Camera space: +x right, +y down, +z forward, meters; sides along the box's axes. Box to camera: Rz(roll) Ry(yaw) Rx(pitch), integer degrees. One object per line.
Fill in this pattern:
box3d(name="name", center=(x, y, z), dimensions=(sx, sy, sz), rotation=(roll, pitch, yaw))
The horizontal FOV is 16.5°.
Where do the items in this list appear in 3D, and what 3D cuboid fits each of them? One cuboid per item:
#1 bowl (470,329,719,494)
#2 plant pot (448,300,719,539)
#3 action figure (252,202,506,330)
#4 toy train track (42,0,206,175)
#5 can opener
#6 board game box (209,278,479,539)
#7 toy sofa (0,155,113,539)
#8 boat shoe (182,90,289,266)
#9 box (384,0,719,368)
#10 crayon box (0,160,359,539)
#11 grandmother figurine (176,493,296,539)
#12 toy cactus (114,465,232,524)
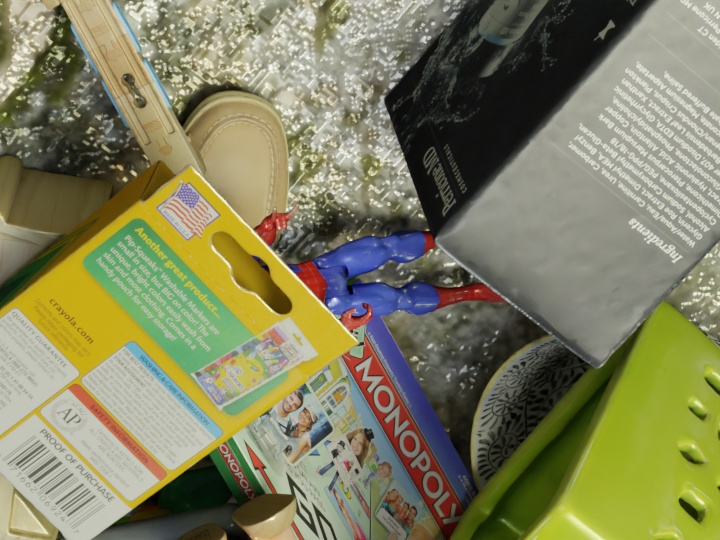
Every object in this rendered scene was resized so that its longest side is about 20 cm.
box3d(name="bowl", center=(0.170, 0.099, 1.392), dimensions=(0.200, 0.094, 0.201), rotation=(14, 123, 22))
box3d(name="plant pot", center=(0.146, 0.170, 1.268), dimensions=(0.181, 0.200, 0.199), rotation=(35, 128, -2))
box3d(name="action figure", center=(0.000, 0.000, 1.298), dimensions=(0.200, 0.099, 0.065), rotation=(-11, 81, -27))
box3d(name="toy train track", center=(-0.135, -0.134, 1.284), dimensions=(0.114, 0.033, 0.200), rotation=(-24, 107, 13))
box3d(name="can opener", center=(-0.143, 0.171, 1.364), dimensions=(0.200, 0.053, 0.066), rotation=(-16, 144, 25))
box3d(name="board game box", center=(0.000, 0.123, 1.360), dimensions=(0.029, 0.135, 0.200), rotation=(-16, 108, 47))
box3d(name="toy sofa", center=(-0.195, 0.045, 1.336), dimensions=(0.097, 0.083, 0.201), rotation=(9, 113, -3))
box3d(name="boat shoe", center=(-0.079, 0.003, 1.344), dimensions=(0.071, 0.065, 0.201), rotation=(8, 113, -12))
box3d(name="box", center=(0.127, -0.092, 1.258), dimensions=(0.117, 0.197, 0.200), rotation=(36, 105, -20))
box3d(name="crayon box", center=(-0.110, 0.036, 1.245), dimensions=(0.200, 0.052, 0.126), rotation=(-36, 107, 24))
box3d(name="grandmother figurine", center=(-0.033, 0.222, 1.292), dimensions=(0.121, 0.061, 0.200), rotation=(-25, 103, 2))
box3d(name="toy cactus", center=(-0.054, 0.136, 1.403), dimensions=(0.199, 0.102, 0.166), rotation=(7, 103, -1))
